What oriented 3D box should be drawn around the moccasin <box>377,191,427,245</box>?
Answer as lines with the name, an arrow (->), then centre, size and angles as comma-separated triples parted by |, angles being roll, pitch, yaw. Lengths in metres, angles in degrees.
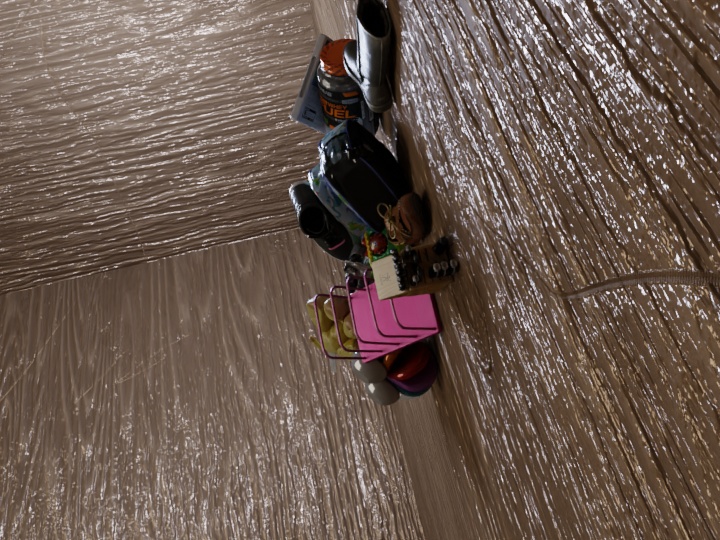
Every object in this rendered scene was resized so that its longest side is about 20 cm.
moccasin -> 0.071, -0.085, 1.299 | 0.201, 0.077, 0.075 | 111, 146, -85

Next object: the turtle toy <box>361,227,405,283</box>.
turtle toy -> 0.057, -0.042, 1.542 | 0.147, 0.100, 0.202 | 81, 176, -48

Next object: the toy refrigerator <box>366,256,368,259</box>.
toy refrigerator -> 0.057, -0.028, 1.866 | 0.070, 0.075, 0.202 | 81, 175, -48

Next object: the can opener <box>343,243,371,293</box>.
can opener -> 0.000, 0.000, 1.506 | 0.200, 0.053, 0.068 | 90, -161, -76

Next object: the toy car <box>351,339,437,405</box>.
toy car -> 0.089, 0.188, 1.555 | 0.149, 0.176, 0.201 | 20, 152, 36

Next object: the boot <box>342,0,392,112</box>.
boot -> 0.009, -0.395, 1.303 | 0.183, 0.072, 0.201 | 61, 176, 27

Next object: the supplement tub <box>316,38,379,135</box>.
supplement tub -> -0.026, -0.372, 1.574 | 0.201, 0.121, 0.124 | 81, 176, -51

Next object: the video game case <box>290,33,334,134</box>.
video game case -> -0.070, -0.396, 1.640 | 0.199, 0.022, 0.185 | 5, -73, -66

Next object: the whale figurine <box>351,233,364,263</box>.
whale figurine -> -0.035, -0.103, 1.577 | 0.201, 0.103, 0.160 | 54, -161, -21

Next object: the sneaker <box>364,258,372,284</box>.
sneaker -> 0.053, 0.016, 1.705 | 0.200, 0.080, 0.075 | 40, -148, -53

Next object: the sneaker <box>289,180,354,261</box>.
sneaker -> -0.069, -0.072, 1.444 | 0.201, 0.070, 0.100 | 54, -169, -31

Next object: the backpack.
backpack -> -0.010, -0.181, 1.433 | 0.183, 0.146, 0.201 | 42, -158, -30

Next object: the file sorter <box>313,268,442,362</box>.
file sorter -> 0.025, 0.077, 1.397 | 0.124, 0.199, 0.141 | 6, -116, -46

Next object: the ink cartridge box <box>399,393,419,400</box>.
ink cartridge box -> 0.083, 0.200, 1.772 | 0.067, 0.115, 0.203 | -27, -72, -61

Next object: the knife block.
knife block -> 0.112, -0.006, 1.164 | 0.199, 0.174, 0.065 | -4, -100, -48

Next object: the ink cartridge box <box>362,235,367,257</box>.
ink cartridge box -> -0.011, -0.111, 1.748 | 0.199, 0.077, 0.137 | 30, -159, -25

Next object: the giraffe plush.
giraffe plush -> -0.009, 0.110, 1.664 | 0.172, 0.162, 0.202 | 35, 142, 23
